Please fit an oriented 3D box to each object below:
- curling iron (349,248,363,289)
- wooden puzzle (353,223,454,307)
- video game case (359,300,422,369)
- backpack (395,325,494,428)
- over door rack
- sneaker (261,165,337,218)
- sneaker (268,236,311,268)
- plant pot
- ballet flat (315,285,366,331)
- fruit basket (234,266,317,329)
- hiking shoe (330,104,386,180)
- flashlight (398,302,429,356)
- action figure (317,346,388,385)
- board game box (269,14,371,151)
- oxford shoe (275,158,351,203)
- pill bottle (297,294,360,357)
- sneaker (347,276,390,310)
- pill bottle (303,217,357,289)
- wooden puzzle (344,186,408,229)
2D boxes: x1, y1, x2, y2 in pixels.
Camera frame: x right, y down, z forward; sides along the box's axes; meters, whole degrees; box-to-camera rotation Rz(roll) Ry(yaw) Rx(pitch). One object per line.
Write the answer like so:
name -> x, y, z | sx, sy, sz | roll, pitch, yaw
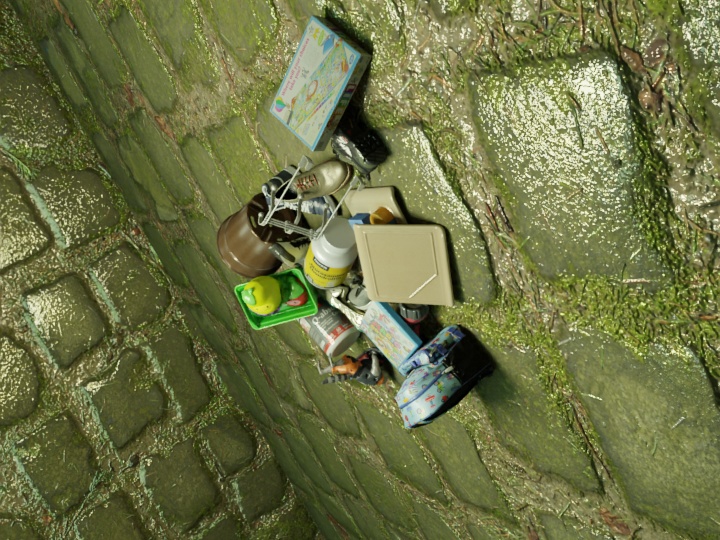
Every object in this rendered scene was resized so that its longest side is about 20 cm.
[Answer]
curling iron -> 0.000, 0.000, 1.542 | 0.200, 0.050, 0.026 | 94, 169, -65
wooden puzzle -> 0.090, -0.014, 1.334 | 0.200, 0.037, 0.185 | 5, 124, 27
video game case -> 0.064, 0.144, 1.508 | 0.143, 0.018, 0.200 | 48, 157, 11
backpack -> 0.150, 0.233, 1.390 | 0.135, 0.200, 0.183 | 50, 155, 5
over door rack -> -0.106, -0.155, 1.394 | 0.200, 0.148, 0.067 | -46, 44, 34
sneaker -> -0.150, -0.163, 1.561 | 0.200, 0.108, 0.070 | 41, 151, 29
sneaker -> -0.159, -0.055, 1.648 | 0.074, 0.080, 0.200 | 42, -169, 16
plant pot -> -0.258, -0.101, 1.749 | 0.200, 0.200, 0.198 | 56, 148, 1
ballet flat -> -0.034, 0.077, 1.718 | 0.200, 0.067, 0.062 | 40, 123, 24
fruit basket -> -0.225, 0.072, 1.697 | 0.216, 0.216, 0.156 | 7, 124, 58
hiking shoe -> -0.040, -0.262, 1.291 | 0.200, 0.076, 0.101 | 52, 151, 8
flashlight -> 0.125, 0.128, 1.482 | 0.068, 0.068, 0.200 | 35, 152, 34
action figure -> -0.018, 0.279, 1.781 | 0.200, 0.193, 0.105 | 123, 153, -51
board game box -> -0.077, -0.338, 1.206 | 0.134, 0.034, 0.200 | 45, 123, 22
oxford shoe -> -0.104, -0.187, 1.438 | 0.200, 0.075, 0.071 | -23, 91, 40
pill bottle -> -0.104, 0.131, 1.819 | 0.200, 0.116, 0.116 | 46, 153, 20
sneaker -> 0.024, 0.038, 1.510 | 0.079, 0.074, 0.200 | 31, 155, -21
pill bottle -> -0.066, -0.042, 1.553 | 0.112, 0.112, 0.200 | 51, 154, 12
wooden puzzle -> 0.044, -0.075, 1.397 | 0.185, 0.046, 0.200 | 7, 126, 58
